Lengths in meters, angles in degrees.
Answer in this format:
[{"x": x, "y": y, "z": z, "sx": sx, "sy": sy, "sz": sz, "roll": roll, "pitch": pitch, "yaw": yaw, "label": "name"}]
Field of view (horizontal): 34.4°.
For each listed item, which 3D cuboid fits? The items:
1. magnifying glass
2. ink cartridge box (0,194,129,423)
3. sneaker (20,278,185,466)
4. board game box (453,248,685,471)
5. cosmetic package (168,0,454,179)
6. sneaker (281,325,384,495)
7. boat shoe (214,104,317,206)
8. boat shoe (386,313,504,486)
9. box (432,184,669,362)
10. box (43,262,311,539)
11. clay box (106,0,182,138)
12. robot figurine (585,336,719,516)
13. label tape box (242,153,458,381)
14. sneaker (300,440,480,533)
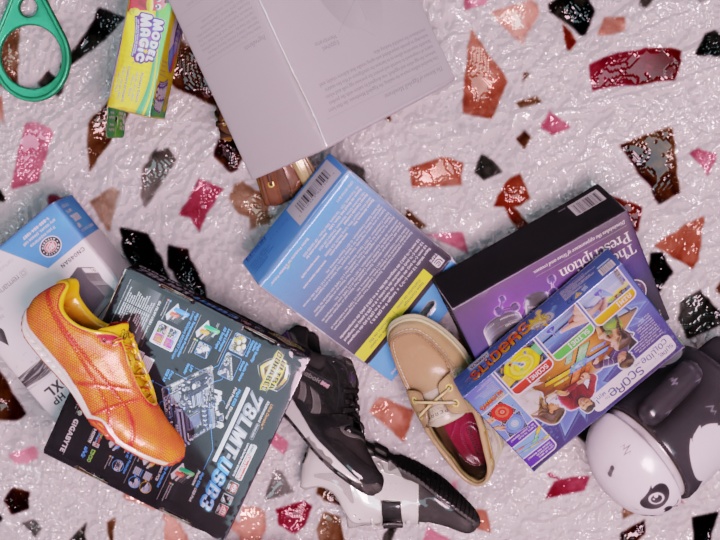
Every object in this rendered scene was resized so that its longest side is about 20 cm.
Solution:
[{"x": -0.334, "y": -0.273, "z": 1.171, "sx": 0.078, "sy": 0.022, "sz": 0.204, "roll": -2, "pitch": 98, "yaw": -3, "label": "magnifying glass"}, {"x": -0.290, "y": 0.049, "z": 1.176, "sx": 0.144, "sy": 0.084, "sz": 0.201, "roll": -38, "pitch": 98, "yaw": 3, "label": "ink cartridge box"}, {"x": -0.225, "y": 0.094, "z": 1.058, "sx": 0.077, "sy": 0.073, "sz": 0.201, "roll": -40, "pitch": 93, "yaw": 8, "label": "sneaker"}, {"x": 0.208, "y": 0.092, "z": 1.153, "sx": 0.199, "sy": 0.035, "sz": 0.135, "roll": -40, "pitch": 120, "yaw": 7, "label": "board game box"}, {"x": -0.045, "y": -0.222, "z": 1.093, "sx": 0.198, "sy": 0.122, "sz": 0.202, "roll": -32, "pitch": 99, "yaw": -42, "label": "cosmetic package"}, {"x": -0.030, "y": 0.132, "z": 1.166, "sx": 0.087, "sy": 0.076, "sz": 0.200, "roll": -43, "pitch": 60, "yaw": -3, "label": "sneaker"}, {"x": -0.116, "y": -0.157, "z": 1.168, "sx": 0.067, "sy": 0.072, "sz": 0.202, "roll": -31, "pitch": 100, "yaw": -1, "label": "boat shoe"}, {"x": 0.089, "y": 0.135, "z": 1.190, "sx": 0.073, "sy": 0.067, "sz": 0.201, "roll": -26, "pitch": 112, "yaw": 24, "label": "boat shoe"}, {"x": 0.194, "y": 0.029, "z": 1.186, "sx": 0.198, "sy": 0.079, "sz": 0.142, "roll": -30, "pitch": 119, "yaw": 0, "label": "box"}, {"x": -0.175, "y": 0.126, "z": 1.121, "sx": 0.196, "sy": 0.050, "sz": 0.202, "roll": 25, "pitch": 95, "yaw": -4, "label": "box"}, {"x": -0.202, "y": -0.225, "z": 1.134, "sx": 0.047, "sy": 0.115, "sz": 0.203, "roll": 12, "pitch": 96, "yaw": -4, "label": "clay box"}, {"x": 0.325, "y": 0.161, "z": 1.193, "sx": 0.199, "sy": 0.125, "sz": 0.151, "roll": -38, "pitch": 104, "yaw": -11, "label": "robot figurine"}, {"x": 0.000, "y": 0.000, "z": 1.188, "sx": 0.199, "sy": 0.066, "sz": 0.144, "roll": 38, "pitch": 93, "yaw": -34, "label": "label tape box"}, {"x": 0.028, "y": 0.239, "z": 1.225, "sx": 0.198, "sy": 0.074, "sz": 0.090, "roll": 27, "pitch": 96, "yaw": 5, "label": "sneaker"}]
